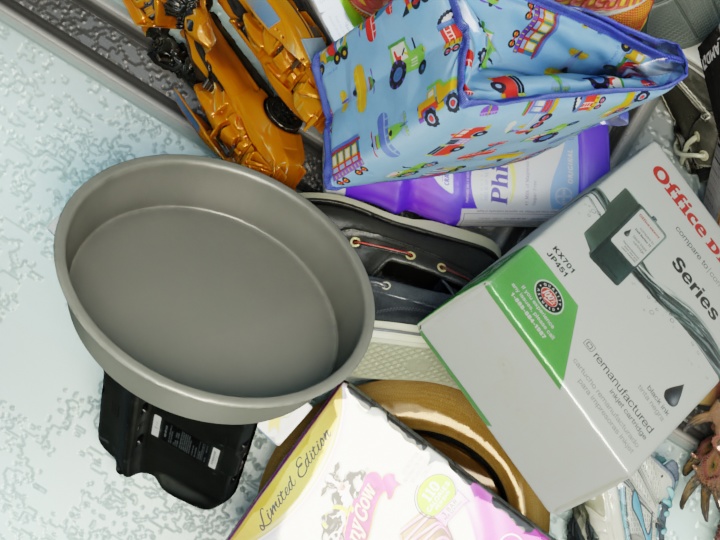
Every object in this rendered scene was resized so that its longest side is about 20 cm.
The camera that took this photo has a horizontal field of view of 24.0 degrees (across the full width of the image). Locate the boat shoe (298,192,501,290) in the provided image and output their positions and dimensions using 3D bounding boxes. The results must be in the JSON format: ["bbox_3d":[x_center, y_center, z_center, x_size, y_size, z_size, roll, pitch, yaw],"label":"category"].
[{"bbox_3d":[0.001,-0.002,1.160,0.199,0.074,0.064,11,48,-7],"label":"boat shoe"}]

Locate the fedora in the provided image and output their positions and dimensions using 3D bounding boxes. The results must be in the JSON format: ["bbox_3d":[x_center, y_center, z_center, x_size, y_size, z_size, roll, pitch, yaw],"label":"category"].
[{"bbox_3d":[0.029,0.167,1.157,0.198,0.082,0.203,0,88,-1],"label":"fedora"}]

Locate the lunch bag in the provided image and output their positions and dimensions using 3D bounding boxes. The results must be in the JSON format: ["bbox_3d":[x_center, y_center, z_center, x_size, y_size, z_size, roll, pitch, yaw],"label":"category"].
[{"bbox_3d":[0.094,-0.107,1.047,0.198,0.150,0.095,4,72,-33],"label":"lunch bag"}]

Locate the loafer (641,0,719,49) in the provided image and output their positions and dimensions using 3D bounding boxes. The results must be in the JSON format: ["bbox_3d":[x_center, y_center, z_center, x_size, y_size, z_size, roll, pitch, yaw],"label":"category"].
[{"bbox_3d":[0.177,-0.176,1.148,0.198,0.063,0.072,-27,123,8],"label":"loafer"}]

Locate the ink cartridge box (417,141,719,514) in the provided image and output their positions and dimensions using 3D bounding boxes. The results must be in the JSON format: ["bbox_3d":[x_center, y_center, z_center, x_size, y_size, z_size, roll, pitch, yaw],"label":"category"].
[{"bbox_3d":[0.154,0.031,1.062,0.147,0.083,0.200,52,50,0],"label":"ink cartridge box"}]

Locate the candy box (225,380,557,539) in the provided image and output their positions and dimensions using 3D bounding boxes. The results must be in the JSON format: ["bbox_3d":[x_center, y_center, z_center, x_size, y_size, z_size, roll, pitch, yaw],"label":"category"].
[{"bbox_3d":[0.028,0.183,1.084,0.199,0.061,0.137,36,88,1],"label":"candy box"}]

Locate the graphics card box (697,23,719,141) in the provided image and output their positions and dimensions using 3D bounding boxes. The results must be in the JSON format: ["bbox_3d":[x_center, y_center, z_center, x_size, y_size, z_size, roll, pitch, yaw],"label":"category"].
[{"bbox_3d":[0.299,-0.066,1.076,0.124,0.051,0.202,-11,81,-8],"label":"graphics card box"}]

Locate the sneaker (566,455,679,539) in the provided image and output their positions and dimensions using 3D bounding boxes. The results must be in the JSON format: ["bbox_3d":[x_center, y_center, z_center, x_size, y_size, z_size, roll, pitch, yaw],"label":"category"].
[{"bbox_3d":[0.189,0.169,1.176,0.085,0.078,0.202,-16,92,-14],"label":"sneaker"}]

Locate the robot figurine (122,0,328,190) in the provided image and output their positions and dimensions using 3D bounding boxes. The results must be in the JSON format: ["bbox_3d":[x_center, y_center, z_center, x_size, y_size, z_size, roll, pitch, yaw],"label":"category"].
[{"bbox_3d":[-0.087,-0.154,1.127,0.058,0.145,0.201,-20,68,-49],"label":"robot figurine"}]

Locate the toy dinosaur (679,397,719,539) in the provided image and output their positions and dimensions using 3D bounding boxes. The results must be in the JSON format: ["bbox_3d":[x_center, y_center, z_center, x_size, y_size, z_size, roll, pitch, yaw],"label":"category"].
[{"bbox_3d":[0.277,0.184,1.180,0.134,0.086,0.203,6,93,-5],"label":"toy dinosaur"}]

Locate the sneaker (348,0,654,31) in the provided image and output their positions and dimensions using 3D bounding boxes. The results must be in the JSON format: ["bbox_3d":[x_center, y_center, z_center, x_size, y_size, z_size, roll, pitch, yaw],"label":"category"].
[{"bbox_3d":[0.087,-0.168,1.083,0.197,0.077,0.074,7,70,10],"label":"sneaker"}]

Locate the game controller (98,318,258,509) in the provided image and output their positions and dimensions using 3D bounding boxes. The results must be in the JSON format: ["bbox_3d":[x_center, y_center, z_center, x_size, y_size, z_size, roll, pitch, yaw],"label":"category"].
[{"bbox_3d":[-0.119,0.096,1.090,0.103,0.200,0.042,21,61,0],"label":"game controller"}]

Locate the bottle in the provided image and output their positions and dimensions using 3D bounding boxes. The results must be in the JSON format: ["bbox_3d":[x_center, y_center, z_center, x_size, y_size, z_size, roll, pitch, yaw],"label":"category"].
[{"bbox_3d":[0.073,-0.073,1.179,0.197,0.065,0.085,1,81,-5],"label":"bottle"}]

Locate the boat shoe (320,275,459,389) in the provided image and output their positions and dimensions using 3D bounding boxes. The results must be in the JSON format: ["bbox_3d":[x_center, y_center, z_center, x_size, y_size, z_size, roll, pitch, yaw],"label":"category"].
[{"bbox_3d":[0.060,0.040,1.112,0.198,0.075,0.063,8,55,-14],"label":"boat shoe"}]

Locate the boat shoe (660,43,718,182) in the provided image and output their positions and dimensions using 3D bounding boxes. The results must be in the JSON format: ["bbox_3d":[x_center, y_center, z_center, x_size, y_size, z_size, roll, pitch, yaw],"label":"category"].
[{"bbox_3d":[0.257,-0.093,1.195,0.200,0.071,0.064,43,83,-4],"label":"boat shoe"}]

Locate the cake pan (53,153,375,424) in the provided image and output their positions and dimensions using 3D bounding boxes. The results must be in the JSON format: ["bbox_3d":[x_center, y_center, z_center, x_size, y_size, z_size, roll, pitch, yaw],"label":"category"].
[{"bbox_3d":[-0.089,0.013,1.015,0.198,0.037,0.202,15,43,-14],"label":"cake pan"}]

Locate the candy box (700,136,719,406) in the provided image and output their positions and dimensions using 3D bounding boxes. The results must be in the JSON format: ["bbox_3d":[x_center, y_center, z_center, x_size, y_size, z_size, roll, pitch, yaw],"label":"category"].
[{"bbox_3d":[0.289,-0.003,1.165,0.115,0.057,0.202,9,111,-3],"label":"candy box"}]

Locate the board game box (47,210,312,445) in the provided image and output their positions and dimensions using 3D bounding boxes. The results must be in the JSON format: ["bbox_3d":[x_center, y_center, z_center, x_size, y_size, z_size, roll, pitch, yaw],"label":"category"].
[{"bbox_3d":[-0.119,0.033,1.122,0.200,0.134,0.034,44,84,-3],"label":"board game box"}]

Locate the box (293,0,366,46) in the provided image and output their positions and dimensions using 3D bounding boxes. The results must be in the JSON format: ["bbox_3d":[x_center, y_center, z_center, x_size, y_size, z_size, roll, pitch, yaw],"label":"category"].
[{"bbox_3d":[0.059,-0.200,1.165,0.199,0.101,0.113,-29,91,-6],"label":"box"}]
